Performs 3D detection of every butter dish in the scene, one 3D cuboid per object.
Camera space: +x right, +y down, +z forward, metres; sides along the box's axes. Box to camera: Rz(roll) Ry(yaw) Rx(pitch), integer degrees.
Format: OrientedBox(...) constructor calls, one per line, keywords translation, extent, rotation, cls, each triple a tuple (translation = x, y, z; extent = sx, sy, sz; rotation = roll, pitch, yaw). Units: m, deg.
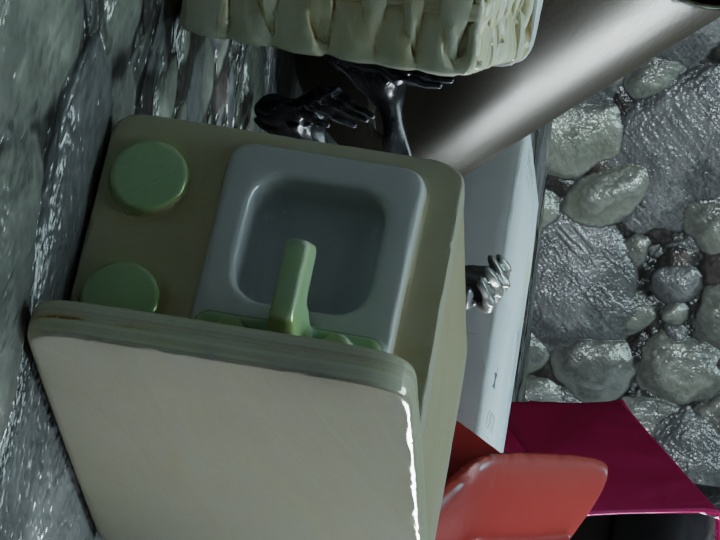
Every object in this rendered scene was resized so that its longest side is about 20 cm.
OrientedBox(translation=(-0.016, 0.119, 1.238), extent=(0.200, 0.148, 0.200), rotation=(-51, 160, 12), cls="butter dish")

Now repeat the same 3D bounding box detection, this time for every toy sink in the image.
OrientedBox(translation=(-0.032, 0.022, 1.004), extent=(0.200, 0.129, 0.113), rotation=(82, 18, -64), cls="toy sink")

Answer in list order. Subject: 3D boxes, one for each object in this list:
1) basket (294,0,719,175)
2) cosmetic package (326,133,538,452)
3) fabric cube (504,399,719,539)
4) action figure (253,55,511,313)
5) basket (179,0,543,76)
OrientedBox(translation=(0.064, -0.140, 1.333), extent=(0.200, 0.181, 0.136), rotation=(-43, 178, 44), cls="basket")
OrientedBox(translation=(0.023, 0.030, 1.515), extent=(0.199, 0.122, 0.202), rotation=(63, 34, -79), cls="cosmetic package")
OrientedBox(translation=(0.099, 0.205, 1.798), extent=(0.199, 0.198, 0.198), rotation=(-127, -141, -68), cls="fabric cube")
OrientedBox(translation=(0.000, 0.000, 1.322), extent=(0.118, 0.102, 0.201), rotation=(-28, 134, -34), cls="action figure")
OrientedBox(translation=(0.007, -0.179, 1.087), extent=(0.123, 0.135, 0.202), rotation=(-41, 139, -73), cls="basket")
